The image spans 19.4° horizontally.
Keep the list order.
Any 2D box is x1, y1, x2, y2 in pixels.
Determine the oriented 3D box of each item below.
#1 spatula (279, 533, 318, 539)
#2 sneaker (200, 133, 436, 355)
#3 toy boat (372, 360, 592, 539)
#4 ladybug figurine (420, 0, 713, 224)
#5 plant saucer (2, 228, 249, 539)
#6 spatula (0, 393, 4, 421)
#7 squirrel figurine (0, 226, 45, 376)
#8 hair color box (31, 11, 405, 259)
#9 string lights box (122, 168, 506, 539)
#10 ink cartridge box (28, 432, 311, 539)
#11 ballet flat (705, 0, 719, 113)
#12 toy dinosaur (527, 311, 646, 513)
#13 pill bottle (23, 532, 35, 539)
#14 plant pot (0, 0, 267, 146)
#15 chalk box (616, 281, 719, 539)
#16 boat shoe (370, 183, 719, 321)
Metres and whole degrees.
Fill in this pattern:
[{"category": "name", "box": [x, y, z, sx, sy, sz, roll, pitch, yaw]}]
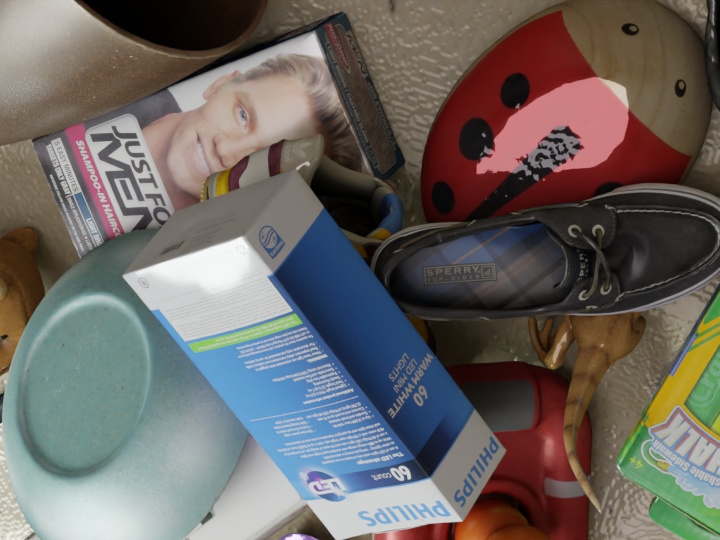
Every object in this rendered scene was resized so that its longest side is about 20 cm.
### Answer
[{"category": "spatula", "box": [-0.059, 0.251, 1.368, 0.056, 0.021, 0.200, 29, 114, 7]}, {"category": "sneaker", "box": [0.000, 0.000, 1.201, 0.090, 0.075, 0.200, -24, 135, 28]}, {"category": "toy boat", "box": [0.079, 0.159, 1.219, 0.130, 0.131, 0.201, -4, 108, -12]}, {"category": "ladybug figurine", "box": [0.109, -0.068, 1.186, 0.136, 0.072, 0.200, 45, 115, 1]}, {"category": "plant saucer", "box": [-0.147, 0.069, 1.208, 0.201, 0.039, 0.202, -13, 69, 36]}, {"category": "spatula", "box": [-0.287, 0.142, 1.397, 0.021, 0.057, 0.200, 43, 111, -2]}, {"category": "squirrel figurine", "box": [-0.296, 0.006, 1.314, 0.186, 0.142, 0.201, -15, 103, 16]}, {"category": "hair color box", "box": [-0.086, -0.071, 1.257, 0.200, 0.061, 0.100, -19, 100, 22]}, {"category": "string lights box", "box": [-0.023, 0.050, 1.123, 0.103, 0.059, 0.200, -15, 120, 44]}, {"category": "ink cartridge box", "box": [-0.094, 0.138, 1.275, 0.200, 0.147, 0.083, -38, 83, 23]}, {"category": "ballet flat", "box": [0.213, -0.171, 1.126, 0.066, 0.057, 0.201, -2, 104, 17]}, {"category": "toy dinosaur", "box": [0.133, 0.039, 1.178, 0.060, 0.106, 0.200, 30, 72, -8]}, {"category": "pill bottle", "box": [-0.226, 0.236, 1.322, 0.111, 0.200, 0.111, 5, 108, 16]}, {"category": "plant pot", "box": [-0.187, -0.155, 1.215, 0.200, 0.187, 0.187, -33, 94, 38]}, {"category": "chalk box", "box": [0.227, 0.079, 1.162, 0.125, 0.124, 0.200, 30, 113, 8]}, {"category": "boat shoe", "box": [0.103, -0.006, 1.121, 0.199, 0.066, 0.070, -3, 97, 4]}]
